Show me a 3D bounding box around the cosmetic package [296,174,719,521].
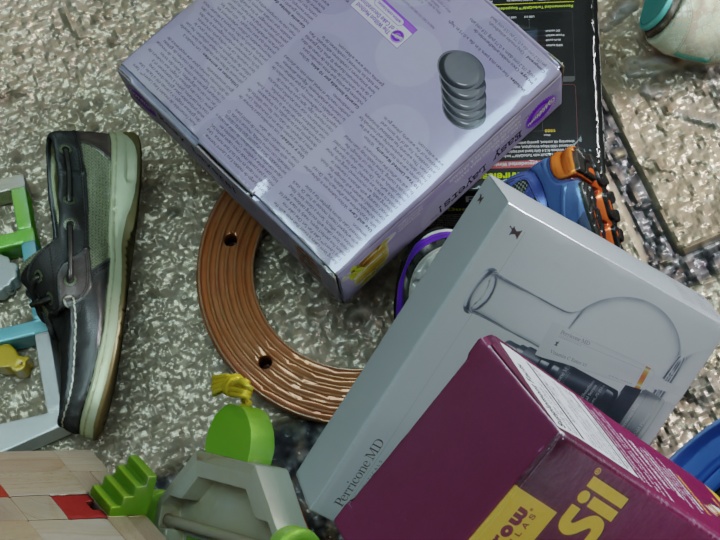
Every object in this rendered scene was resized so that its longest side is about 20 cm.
[{"bbox_3d":[0.081,0.071,1.312,0.150,0.052,0.200,28,103,-18],"label":"cosmetic package"}]

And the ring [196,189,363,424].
[{"bbox_3d":[0.000,0.000,1.468,0.199,0.019,0.201,-2,69,4],"label":"ring"}]

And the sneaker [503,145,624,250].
[{"bbox_3d":[0.121,0.032,1.396,0.078,0.075,0.201,-13,94,22],"label":"sneaker"}]

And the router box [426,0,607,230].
[{"bbox_3d":[0.047,-0.103,1.461,0.199,0.062,0.151,-2,68,4],"label":"router box"}]

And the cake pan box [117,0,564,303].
[{"bbox_3d":[-0.014,-0.111,1.409,0.184,0.052,0.200,-43,72,-13],"label":"cake pan box"}]

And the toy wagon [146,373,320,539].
[{"bbox_3d":[-0.074,0.158,1.338,0.039,0.155,0.201,12,86,-35],"label":"toy wagon"}]

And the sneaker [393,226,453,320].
[{"bbox_3d":[0.057,0.067,1.389,0.069,0.100,0.201,-8,109,-10],"label":"sneaker"}]

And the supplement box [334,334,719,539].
[{"bbox_3d":[0.108,0.147,1.257,0.131,0.200,0.103,-51,33,9],"label":"supplement box"}]

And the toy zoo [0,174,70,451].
[{"bbox_3d":[-0.250,0.047,1.473,0.131,0.020,0.201,-12,67,1],"label":"toy zoo"}]

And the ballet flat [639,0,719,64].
[{"bbox_3d":[0.225,-0.219,1.519,0.062,0.067,0.201,22,74,-16],"label":"ballet flat"}]

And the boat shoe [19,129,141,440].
[{"bbox_3d":[-0.171,0.005,1.449,0.066,0.072,0.202,8,63,-8],"label":"boat shoe"}]

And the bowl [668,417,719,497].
[{"bbox_3d":[0.232,0.167,1.318,0.200,0.039,0.201,-21,53,31],"label":"bowl"}]

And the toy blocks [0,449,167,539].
[{"bbox_3d":[-0.180,0.158,1.321,0.136,0.100,0.200,1,25,-35],"label":"toy blocks"}]
